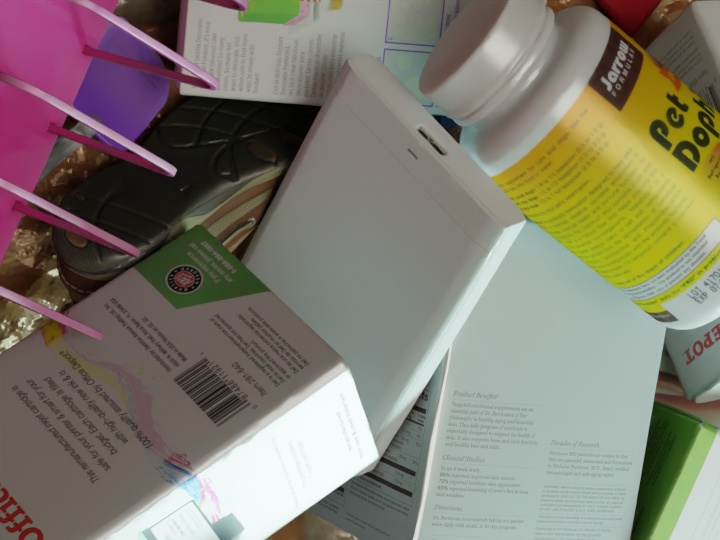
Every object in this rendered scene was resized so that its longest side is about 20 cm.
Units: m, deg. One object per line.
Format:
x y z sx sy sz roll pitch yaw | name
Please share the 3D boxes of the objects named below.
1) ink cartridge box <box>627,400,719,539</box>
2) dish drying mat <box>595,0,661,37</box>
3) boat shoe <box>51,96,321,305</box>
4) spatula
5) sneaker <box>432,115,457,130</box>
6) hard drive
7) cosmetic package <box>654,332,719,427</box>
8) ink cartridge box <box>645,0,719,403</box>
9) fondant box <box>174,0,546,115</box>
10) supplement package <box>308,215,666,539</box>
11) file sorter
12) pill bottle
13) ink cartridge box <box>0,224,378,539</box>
0.235 0.186 1.496 0.200 0.076 0.148 25 89 -25 | ink cartridge box
0.129 -0.237 1.498 0.077 0.018 0.200 -51 121 -12 | dish drying mat
-0.093 -0.041 1.380 0.200 0.076 0.074 -33 147 -31 | boat shoe
-0.178 -0.051 1.348 0.200 0.021 0.057 -49 114 -12 | spatula
0.022 -0.172 1.419 0.078 0.066 0.200 -25 112 -20 | sneaker
0.000 0.000 1.344 0.026 0.132 0.200 -18 148 -45 | hard drive
0.160 0.128 1.547 0.103 0.087 0.200 8 96 -29 | cosmetic package
0.227 -0.041 1.469 0.083 0.145 0.200 -6 67 -31 | ink cartridge box
0.002 -0.164 1.362 0.200 0.058 0.145 4 106 -9 | fondant box
0.070 0.059 1.442 0.152 0.151 0.200 5 97 -31 | supplement package
-0.164 -0.082 1.244 0.139 0.125 0.200 29 83 -51 | file sorter
0.130 -0.065 1.320 0.200 0.109 0.109 38 80 -16 | pill bottle
-0.116 0.089 1.268 0.200 0.145 0.084 -34 138 -16 | ink cartridge box
